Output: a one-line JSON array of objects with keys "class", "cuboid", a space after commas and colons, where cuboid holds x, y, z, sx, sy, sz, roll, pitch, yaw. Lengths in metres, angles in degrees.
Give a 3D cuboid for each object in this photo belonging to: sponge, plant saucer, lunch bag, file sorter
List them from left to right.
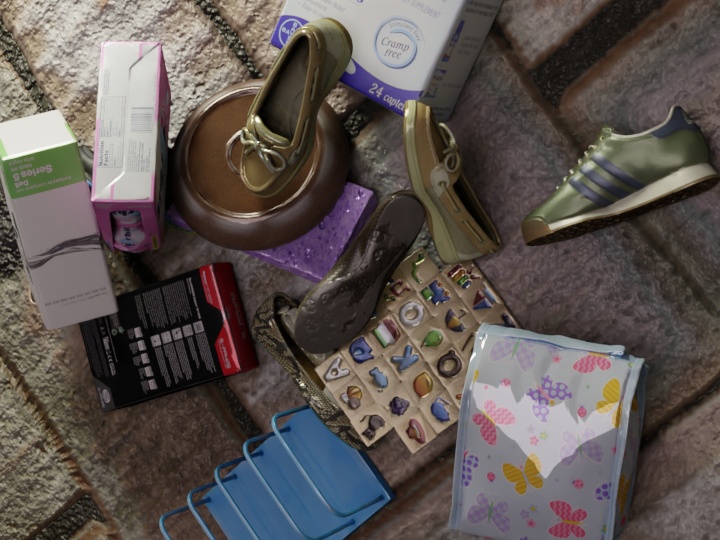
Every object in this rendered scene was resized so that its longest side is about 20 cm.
[{"class": "plant saucer", "cuboid": [-0.112, -0.119, 1.581, 0.199, 0.032, 0.201, -3, 70, 9]}, {"class": "sponge", "cuboid": [-0.095, -0.067, 1.591, 0.199, 0.030, 0.112, 23, 76, 18]}, {"class": "file sorter", "cuboid": [-0.094, 0.254, 1.599, 0.200, 0.123, 0.139, -42, 76, 23]}, {"class": "lunch bag", "cuboid": [0.185, 0.158, 1.440, 0.169, 0.127, 0.201, 8, 107, 17]}]

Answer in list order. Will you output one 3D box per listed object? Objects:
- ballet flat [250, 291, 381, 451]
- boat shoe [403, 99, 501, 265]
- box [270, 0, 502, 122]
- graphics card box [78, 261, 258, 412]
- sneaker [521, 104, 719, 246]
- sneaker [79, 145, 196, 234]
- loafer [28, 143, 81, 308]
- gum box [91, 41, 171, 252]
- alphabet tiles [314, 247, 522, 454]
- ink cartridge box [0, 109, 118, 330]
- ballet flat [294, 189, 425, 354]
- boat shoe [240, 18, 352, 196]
[{"class": "ballet flat", "cuboid": [-0.042, 0.102, 1.586, 0.200, 0.068, 0.075, 48, 136, 18]}, {"class": "boat shoe", "cuboid": [0.087, -0.087, 1.463, 0.063, 0.073, 0.201, -10, 130, 13]}, {"class": "box", "cuboid": [0.037, -0.278, 1.503, 0.183, 0.105, 0.201, 31, 106, 21]}, {"class": "graphics card box", "cuboid": [-0.220, 0.077, 1.690, 0.199, 0.051, 0.126, -19, 86, 26]}, {"class": "sneaker", "cuboid": [0.240, -0.094, 1.439, 0.199, 0.067, 0.090, -20, 77, 26]}, {"class": "sneaker", "cuboid": [-0.242, -0.103, 1.687, 0.199, 0.071, 0.083, 20, 84, 26]}, {"class": "loafer", "cuboid": [-0.353, -0.052, 1.741, 0.072, 0.063, 0.201, 5, 96, 27]}, {"class": "gum box", "cuboid": [-0.241, -0.127, 1.584, 0.066, 0.114, 0.201, 0, 66, -1]}, {"class": "alphabet tiles", "cuboid": [0.059, 0.081, 1.533, 0.200, 0.006, 0.167, -37, 77, 2]}, {"class": "ink cartridge box", "cuboid": [-0.334, -0.056, 1.625, 0.084, 0.146, 0.201, -16, 113, -14]}, {"class": "ballet flat", "cuboid": [0.000, 0.000, 1.522, 0.067, 0.046, 0.200, 31, 105, -11]}, {"class": "boat shoe", "cuboid": [-0.076, -0.157, 1.478, 0.073, 0.063, 0.201, 42, 121, 16]}]
